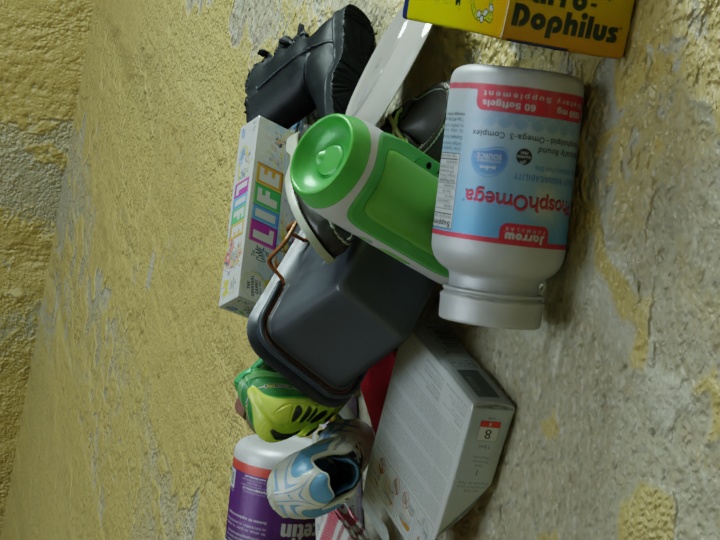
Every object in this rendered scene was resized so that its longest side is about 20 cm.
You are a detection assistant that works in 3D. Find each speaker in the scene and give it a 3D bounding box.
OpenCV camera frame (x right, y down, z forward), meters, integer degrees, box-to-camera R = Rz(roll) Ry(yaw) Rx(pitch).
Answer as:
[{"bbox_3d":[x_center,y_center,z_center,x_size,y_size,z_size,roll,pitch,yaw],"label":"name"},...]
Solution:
[{"bbox_3d":[0.035,-0.055,1.182,0.088,0.200,0.089,-25,52,35],"label":"speaker"}]

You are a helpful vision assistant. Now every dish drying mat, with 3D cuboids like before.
[{"bbox_3d":[0.039,0.153,1.389,0.200,0.018,0.077,-109,36,-48],"label":"dish drying mat"}]

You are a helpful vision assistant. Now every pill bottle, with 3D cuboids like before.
[{"bbox_3d":[-0.094,0.288,1.566,0.112,0.112,0.201,-161,77,-68],"label":"pill bottle"},{"bbox_3d":[0.114,-0.058,1.122,0.109,0.108,0.201,-165,80,-68],"label":"pill bottle"}]

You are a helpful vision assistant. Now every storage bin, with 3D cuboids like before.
[{"bbox_3d":[0.000,0.000,1.300,0.134,0.145,0.200,-34,21,50],"label":"storage bin"}]

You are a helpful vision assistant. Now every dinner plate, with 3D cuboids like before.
[{"bbox_3d":[0.026,-0.200,1.380,0.201,0.024,0.200,-60,10,17],"label":"dinner plate"}]

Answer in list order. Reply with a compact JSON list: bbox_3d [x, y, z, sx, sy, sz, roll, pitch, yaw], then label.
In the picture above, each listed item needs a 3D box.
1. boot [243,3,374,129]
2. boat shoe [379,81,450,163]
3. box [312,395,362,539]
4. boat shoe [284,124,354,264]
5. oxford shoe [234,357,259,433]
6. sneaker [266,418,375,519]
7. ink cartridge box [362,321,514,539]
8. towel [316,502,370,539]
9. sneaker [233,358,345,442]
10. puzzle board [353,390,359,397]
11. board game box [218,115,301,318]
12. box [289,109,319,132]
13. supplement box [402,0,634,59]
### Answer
[{"bbox_3d":[-0.060,-0.188,1.553,0.162,0.073,0.199,-27,47,34],"label":"boot"},{"bbox_3d":[0.046,-0.120,1.349,0.201,0.060,0.072,132,139,-57],"label":"boat shoe"},{"bbox_3d":[-0.025,0.222,1.501,0.041,0.039,0.201,-32,56,56],"label":"box"},{"bbox_3d":[-0.026,-0.079,1.254,0.060,0.072,0.201,-28,31,12],"label":"boat shoe"},{"bbox_3d":[-0.081,0.127,1.658,0.074,0.071,0.200,52,138,25],"label":"oxford shoe"},{"bbox_3d":[-0.021,0.189,1.351,0.200,0.072,0.072,-25,-71,-67],"label":"sneaker"},{"bbox_3d":[0.066,0.170,1.279,0.162,0.050,0.201,-129,46,-58],"label":"ink cartridge box"},{"bbox_3d":[0.003,0.340,1.380,0.200,0.030,0.147,55,138,42],"label":"towel"},{"bbox_3d":[-0.065,0.116,1.370,0.084,0.074,0.200,53,-172,12],"label":"sneaker"},{"bbox_3d":[-0.055,0.036,1.461,0.017,0.200,0.151,-14,66,22],"label":"puzzle board"},{"bbox_3d":[-0.065,-0.036,1.389,0.034,0.134,0.201,-27,50,45],"label":"board game box"},{"bbox_3d":[-0.068,-0.116,1.684,0.200,0.040,0.138,164,110,-67],"label":"box"},{"bbox_3d":[0.126,-0.239,1.129,0.200,0.108,0.110,-145,63,-66],"label":"supplement box"}]
